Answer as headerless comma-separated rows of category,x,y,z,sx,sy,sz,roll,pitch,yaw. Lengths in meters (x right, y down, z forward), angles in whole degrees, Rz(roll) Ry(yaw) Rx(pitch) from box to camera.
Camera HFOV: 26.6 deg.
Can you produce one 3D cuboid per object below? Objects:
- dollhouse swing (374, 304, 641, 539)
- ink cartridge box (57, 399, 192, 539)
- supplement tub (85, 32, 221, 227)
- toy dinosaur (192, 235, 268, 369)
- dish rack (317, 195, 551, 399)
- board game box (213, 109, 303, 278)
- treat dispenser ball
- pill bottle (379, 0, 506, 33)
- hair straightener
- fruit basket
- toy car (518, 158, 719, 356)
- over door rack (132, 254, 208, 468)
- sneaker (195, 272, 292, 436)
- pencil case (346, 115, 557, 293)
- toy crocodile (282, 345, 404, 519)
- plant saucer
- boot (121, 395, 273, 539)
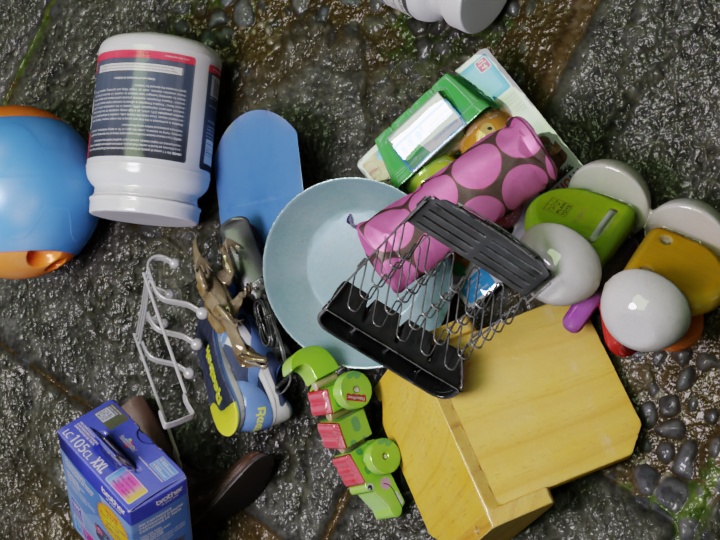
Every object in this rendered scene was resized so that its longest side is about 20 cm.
dollhouse swing,0.147,0.154,1.519,0.200,0.176,0.182,65,154,19
ink cartridge box,-0.244,0.231,1.582,0.136,0.076,0.200,40,144,32
supplement tub,-0.233,-0.156,1.709,0.140,0.140,0.200,3,84,29
toy dinosaur,-0.155,0.016,1.601,0.200,0.058,0.101,61,152,32
dish rack,0.070,0.022,1.376,0.200,0.153,0.055,-46,18,47
board game box,-0.096,-0.076,1.676,0.158,0.039,0.200,-8,88,50
treat dispenser ball,-0.398,-0.090,1.756,0.201,0.201,0.201,-4,81,28
pill bottle,0.055,-0.329,1.589,0.200,0.116,0.116,31,98,28
hair straightener,-0.110,0.035,1.613,0.041,0.077,0.200,-16,75,4
fruit basket,0.115,-0.094,1.539,0.185,0.094,0.200,-41,69,18
toy car,0.240,0.005,1.430,0.200,0.175,0.150,28,138,15
over door rack,-0.198,0.104,1.622,0.067,0.148,0.200,-3,59,-14
sneaker,-0.129,0.092,1.662,0.074,0.082,0.200,120,143,-49
pencil case,0.091,-0.066,1.458,0.200,0.094,0.091,-33,87,2
toy crocodile,-0.014,0.167,1.561,0.067,0.062,0.200,-15,100,56
plant saucer,0.000,0.000,1.557,0.201,0.039,0.201,4,104,14
boot,-0.205,0.199,1.693,0.186,0.064,0.200,-46,61,18
